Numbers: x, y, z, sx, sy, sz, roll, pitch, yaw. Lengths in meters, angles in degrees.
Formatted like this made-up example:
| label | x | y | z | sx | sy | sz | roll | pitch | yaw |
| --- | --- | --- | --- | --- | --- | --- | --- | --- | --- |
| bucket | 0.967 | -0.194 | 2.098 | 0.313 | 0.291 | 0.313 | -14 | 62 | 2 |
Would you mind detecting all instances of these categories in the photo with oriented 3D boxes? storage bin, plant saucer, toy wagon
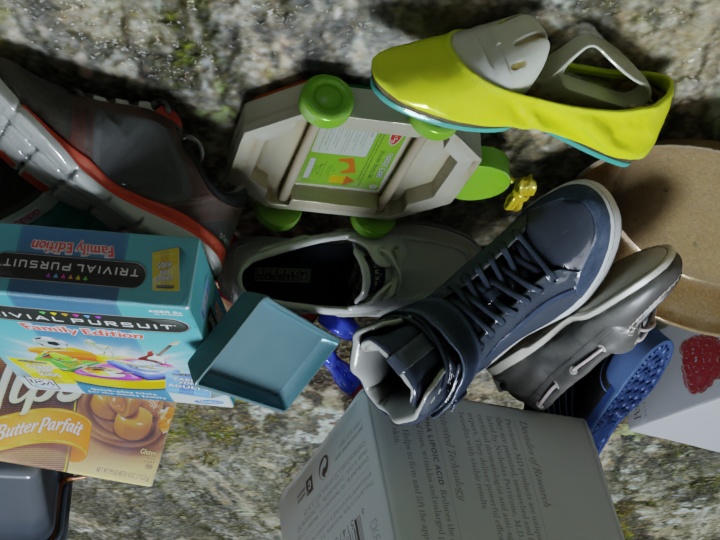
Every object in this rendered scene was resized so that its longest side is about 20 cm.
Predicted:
| label | x | y | z | sx | sy | sz | roll | pitch | yaw |
| --- | --- | --- | --- | --- | --- | --- | --- | --- | --- |
| storage bin | -0.298 | 0.133 | 1.113 | 0.145 | 0.200 | 0.134 | 4 | 146 | -10 |
| plant saucer | -0.062 | 0.056 | 0.875 | 0.019 | 0.070 | 0.200 | 38 | 179 | 17 |
| toy wagon | 0.016 | -0.070 | 0.851 | 0.200 | 0.040 | 0.155 | 4 | 155 | -15 |
| plant saucer | 0.239 | -0.027 | 0.893 | 0.200 | 0.035 | 0.200 | 19 | 148 | 13 |

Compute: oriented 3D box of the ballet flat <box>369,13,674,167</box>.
| label | x | y | z | sx | sy | sz | roll | pitch | yaw |
| --- | --- | --- | --- | --- | --- | --- | --- | --- | --- |
| ballet flat | 0.101 | -0.112 | 0.750 | 0.200 | 0.067 | 0.067 | 10 | 132 | -30 |

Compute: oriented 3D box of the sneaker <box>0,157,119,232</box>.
| label | x | y | z | sx | sy | sz | roll | pitch | yaw |
| --- | --- | --- | --- | --- | --- | --- | --- | --- | --- |
| sneaker | -0.245 | -0.016 | 0.914 | 0.200 | 0.084 | 0.121 | -17 | 142 | 29 |

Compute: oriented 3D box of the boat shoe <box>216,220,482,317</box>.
| label | x | y | z | sx | sy | sz | roll | pitch | yaw |
| --- | --- | --- | --- | --- | --- | --- | --- | --- | --- |
| boat shoe | 0.000 | 0.000 | 0.933 | 0.200 | 0.072 | 0.066 | 2 | -174 | -17 |

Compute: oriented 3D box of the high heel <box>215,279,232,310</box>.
| label | x | y | z | sx | sy | sz | roll | pitch | yaw |
| --- | --- | --- | --- | --- | --- | --- | --- | --- | --- |
| high heel | -0.096 | 0.038 | 1.049 | 0.096 | 0.068 | 0.200 | 5 | 172 | 9 |

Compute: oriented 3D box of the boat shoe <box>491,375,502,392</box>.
| label | x | y | z | sx | sy | sz | roll | pitch | yaw |
| --- | --- | --- | --- | --- | --- | --- | --- | --- | --- |
| boat shoe | 0.145 | 0.049 | 1.093 | 0.071 | 0.064 | 0.200 | -28 | 168 | -16 |

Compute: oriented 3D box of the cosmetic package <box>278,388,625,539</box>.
| label | x | y | z | sx | sy | sz | roll | pitch | yaw |
| --- | --- | --- | --- | --- | --- | --- | --- | --- | --- |
| cosmetic package | 0.068 | 0.208 | 0.975 | 0.200 | 0.165 | 0.165 | 11 | 136 | -27 |

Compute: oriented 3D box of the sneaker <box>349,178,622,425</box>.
| label | x | y | z | sx | sy | sz | roll | pitch | yaw |
| --- | --- | --- | --- | --- | --- | --- | --- | --- | --- |
| sneaker | 0.079 | 0.025 | 0.866 | 0.202 | 0.077 | 0.146 | -48 | 164 | 29 |

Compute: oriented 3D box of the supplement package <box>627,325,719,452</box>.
| label | x | y | z | sx | sy | sz | roll | pitch | yaw |
| --- | --- | --- | --- | --- | --- | --- | --- | --- | --- |
| supplement package | 0.322 | 0.059 | 1.053 | 0.120 | 0.121 | 0.200 | 15 | 150 | -34 |

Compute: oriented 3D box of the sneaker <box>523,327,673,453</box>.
| label | x | y | z | sx | sy | sz | roll | pitch | yaw |
| --- | --- | --- | --- | --- | --- | --- | --- | --- | --- |
| sneaker | 0.178 | 0.099 | 1.061 | 0.070 | 0.078 | 0.200 | -20 | 150 | -38 |

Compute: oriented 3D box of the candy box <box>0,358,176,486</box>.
| label | x | y | z | sx | sy | sz | roll | pitch | yaw |
| --- | --- | --- | --- | --- | --- | --- | --- | --- | --- |
| candy box | -0.237 | 0.092 | 1.004 | 0.200 | 0.116 | 0.055 | 19 | 175 | -40 |

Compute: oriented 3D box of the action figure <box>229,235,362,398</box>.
| label | x | y | z | sx | sy | sz | roll | pitch | yaw |
| --- | --- | --- | --- | --- | --- | --- | --- | --- | --- |
| action figure | -0.040 | 0.031 | 1.010 | 0.200 | 0.065 | 0.099 | 43 | -175 | -14 |

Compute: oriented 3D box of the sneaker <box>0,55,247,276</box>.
| label | x | y | z | sx | sy | sz | roll | pitch | yaw |
| --- | --- | --- | --- | --- | --- | --- | --- | --- | --- |
| sneaker | -0.154 | -0.078 | 0.803 | 0.200 | 0.082 | 0.077 | 40 | 157 | -27 |

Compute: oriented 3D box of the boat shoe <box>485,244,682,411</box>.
| label | x | y | z | sx | sy | sz | roll | pitch | yaw |
| --- | --- | --- | --- | --- | --- | --- | --- | --- | --- |
| boat shoe | 0.170 | 0.044 | 0.934 | 0.057 | 0.067 | 0.200 | 45 | 139 | -5 |

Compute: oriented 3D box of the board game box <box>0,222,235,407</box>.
| label | x | y | z | sx | sy | sz | roll | pitch | yaw |
| --- | --- | --- | --- | --- | --- | --- | --- | --- | --- |
| board game box | -0.165 | 0.033 | 0.843 | 0.151 | 0.047 | 0.200 | 4 | 158 | 5 |

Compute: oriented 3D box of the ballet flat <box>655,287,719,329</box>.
| label | x | y | z | sx | sy | sz | roll | pitch | yaw |
| --- | --- | --- | --- | --- | --- | --- | --- | --- | --- |
| ballet flat | 0.244 | 0.009 | 1.003 | 0.200 | 0.070 | 0.069 | -23 | 148 | 40 |
